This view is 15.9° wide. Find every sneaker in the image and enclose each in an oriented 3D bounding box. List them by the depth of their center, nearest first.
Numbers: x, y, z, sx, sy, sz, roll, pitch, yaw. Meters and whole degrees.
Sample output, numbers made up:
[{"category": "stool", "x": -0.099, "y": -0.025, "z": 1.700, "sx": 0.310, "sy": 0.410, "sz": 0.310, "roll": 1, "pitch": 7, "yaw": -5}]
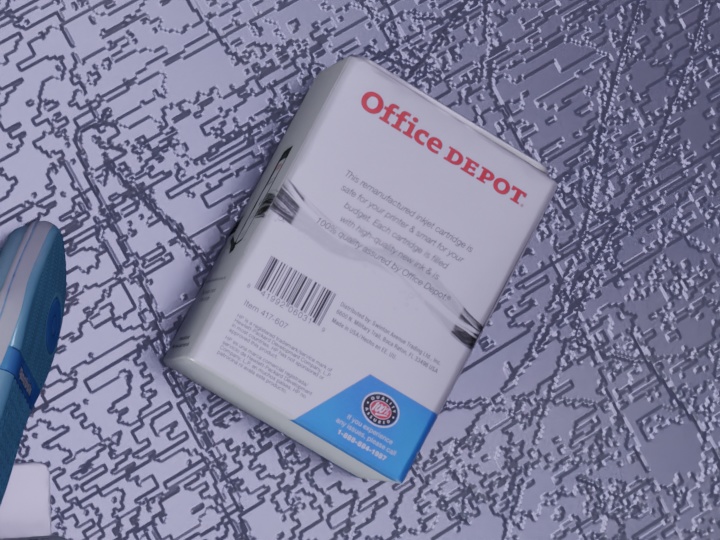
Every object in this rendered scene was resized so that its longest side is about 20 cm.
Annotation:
[{"category": "sneaker", "x": -0.243, "y": 0.050, "z": 1.421, "sx": 0.129, "sy": 0.080, "sz": 0.201, "roll": 10, "pitch": 58, "yaw": 11}]

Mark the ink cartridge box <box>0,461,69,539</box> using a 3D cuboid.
[{"category": "ink cartridge box", "x": -0.218, "y": 0.209, "z": 1.423, "sx": 0.115, "sy": 0.067, "sz": 0.202, "roll": -2, "pitch": 88, "yaw": -15}]

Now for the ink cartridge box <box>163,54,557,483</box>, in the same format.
[{"category": "ink cartridge box", "x": 0.000, "y": 0.000, "z": 1.484, "sx": 0.145, "sy": 0.084, "sz": 0.201, "roll": 31, "pitch": 79, "yaw": -11}]
